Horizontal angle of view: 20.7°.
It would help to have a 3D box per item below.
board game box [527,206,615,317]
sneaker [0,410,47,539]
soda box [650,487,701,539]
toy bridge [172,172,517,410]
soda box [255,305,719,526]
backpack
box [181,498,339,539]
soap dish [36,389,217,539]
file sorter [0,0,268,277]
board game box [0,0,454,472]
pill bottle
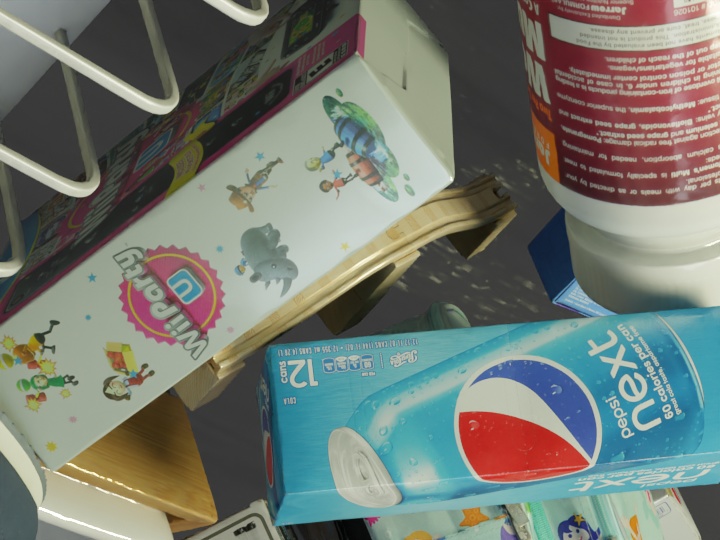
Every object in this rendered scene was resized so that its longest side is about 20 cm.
[{"bbox_3d":[0.201,-0.043,0.951,0.151,0.045,0.200,22,123,-35],"label":"board game box"},{"bbox_3d":[-0.182,0.057,0.688,0.070,0.082,0.200,-21,130,26],"label":"sneaker"},{"bbox_3d":[0.080,0.157,1.082,0.199,0.068,0.064,-29,139,8],"label":"soda box"},{"bbox_3d":[0.000,0.000,0.848,0.199,0.027,0.067,-28,167,-40],"label":"toy bridge"},{"bbox_3d":[0.059,0.061,0.820,0.198,0.065,0.068,-5,163,-9],"label":"soda box"},{"bbox_3d":[0.059,0.112,0.934,0.150,0.201,0.178,-30,176,8],"label":"backpack"},{"bbox_3d":[-0.061,0.166,0.976,0.116,0.060,0.200,-28,168,6],"label":"box"},{"bbox_3d":[-0.184,0.075,0.858,0.157,0.082,0.199,-17,147,42],"label":"soap dish"},{"bbox_3d":[-0.151,-0.086,0.719,0.138,0.125,0.200,29,118,-38],"label":"file sorter"},{"bbox_3d":[-0.059,-0.028,0.787,0.200,0.148,0.064,-37,107,16],"label":"board game box"},{"bbox_3d":[0.123,-0.084,0.813,0.109,0.110,0.201,-15,125,-6],"label":"pill bottle"}]
